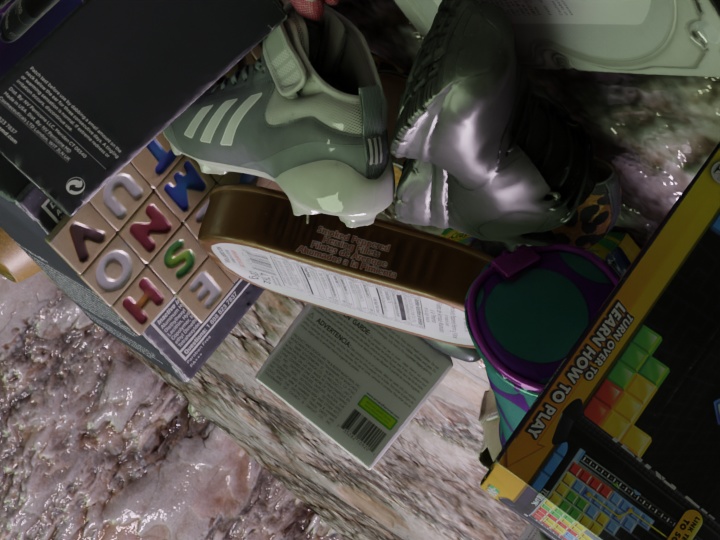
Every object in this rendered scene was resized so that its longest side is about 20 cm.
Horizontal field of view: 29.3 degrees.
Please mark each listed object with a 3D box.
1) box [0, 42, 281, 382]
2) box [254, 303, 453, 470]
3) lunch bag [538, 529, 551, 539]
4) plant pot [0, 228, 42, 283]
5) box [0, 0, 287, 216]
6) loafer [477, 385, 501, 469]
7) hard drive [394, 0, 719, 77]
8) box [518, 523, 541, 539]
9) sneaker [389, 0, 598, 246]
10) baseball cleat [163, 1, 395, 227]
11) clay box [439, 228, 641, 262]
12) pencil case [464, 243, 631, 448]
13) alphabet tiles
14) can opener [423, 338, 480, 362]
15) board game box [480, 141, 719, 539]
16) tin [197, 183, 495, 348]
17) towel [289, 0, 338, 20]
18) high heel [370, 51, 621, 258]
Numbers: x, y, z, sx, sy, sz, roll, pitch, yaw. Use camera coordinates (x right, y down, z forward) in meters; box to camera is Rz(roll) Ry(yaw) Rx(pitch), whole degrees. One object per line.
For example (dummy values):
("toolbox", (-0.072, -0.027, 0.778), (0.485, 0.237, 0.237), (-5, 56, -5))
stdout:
("box", (-0.130, -0.076, 0.882), (0.123, 0.200, 0.199), (26, 160, 39))
("box", (-0.002, 0.066, 1.083), (0.112, 0.102, 0.200), (39, -177, 0))
("lunch bag", (0.214, 0.119, 0.653), (0.168, 0.200, 0.139), (49, 165, -23))
("plant pot", (-0.242, -0.096, 1.087), (0.186, 0.200, 0.187), (36, 166, 11))
("box", (-0.135, -0.138, 0.695), (0.079, 0.141, 0.200), (48, -176, -34))
("loafer", (0.120, 0.122, 1.024), (0.075, 0.068, 0.200), (32, -171, -4))
("hard drive", (0.063, -0.139, 0.553), (0.140, 0.038, 0.200), (48, 163, -31))
("box", (0.226, 0.253, 1.007), (0.200, 0.199, 0.171), (40, 165, -12))
("sneaker", (0.063, -0.060, 0.607), (0.090, 0.076, 0.200), (20, 171, 8))
("baseball cleat", (-0.042, -0.091, 0.713), (0.200, 0.069, 0.107), (26, 120, 48))
("clay box", (0.135, 0.024, 0.842), (0.115, 0.048, 0.200), (46, 162, -26))
("pencil case", (0.109, 0.057, 0.745), (0.200, 0.085, 0.093), (68, -175, -63))
("alphabet tiles", (-0.095, -0.064, 0.827), (0.008, 0.200, 0.167), (26, 161, 40))
("can opener", (0.117, 0.069, 0.979), (0.199, 0.066, 0.053), (31, 137, 13))
("board game box", (0.170, 0.051, 0.541), (0.165, 0.200, 0.057), (35, 163, 10))
("tin", (0.000, 0.000, 0.809), (0.199, 0.042, 0.112), (16, 170, 9))
("towel", (-0.069, -0.207, 0.588), (0.147, 0.030, 0.200), (52, 172, 21))
("high heel", (0.046, -0.081, 0.729), (0.200, 0.072, 0.142), (41, 156, -9))
